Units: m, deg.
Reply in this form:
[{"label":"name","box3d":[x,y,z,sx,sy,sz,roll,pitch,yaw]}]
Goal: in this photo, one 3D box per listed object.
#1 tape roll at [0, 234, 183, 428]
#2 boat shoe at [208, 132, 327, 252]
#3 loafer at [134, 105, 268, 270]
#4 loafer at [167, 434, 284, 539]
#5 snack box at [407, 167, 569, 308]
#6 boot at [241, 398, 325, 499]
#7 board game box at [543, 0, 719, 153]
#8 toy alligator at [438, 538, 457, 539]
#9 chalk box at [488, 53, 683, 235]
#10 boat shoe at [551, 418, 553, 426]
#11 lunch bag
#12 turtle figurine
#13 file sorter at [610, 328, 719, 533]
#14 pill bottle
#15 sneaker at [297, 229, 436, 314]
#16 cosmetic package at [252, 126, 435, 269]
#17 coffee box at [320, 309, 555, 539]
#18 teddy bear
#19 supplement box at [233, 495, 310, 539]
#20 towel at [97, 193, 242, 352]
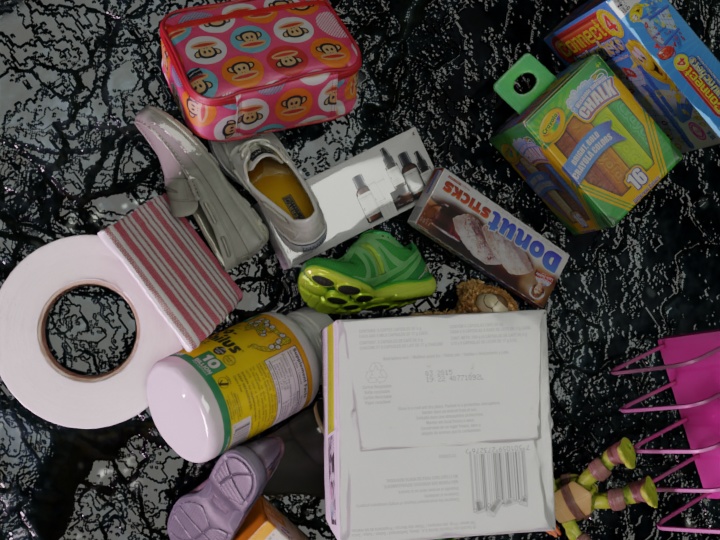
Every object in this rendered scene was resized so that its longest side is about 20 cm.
[{"label":"tape roll","box3d":[-0.285,0.063,1.255,0.201,0.071,0.204,1,87,-11]},{"label":"boat shoe","box3d":[-0.103,-0.110,1.262,0.071,0.070,0.200,-29,65,-12]},{"label":"loafer","box3d":[-0.176,-0.085,1.255,0.070,0.070,0.200,-43,114,-13]},{"label":"loafer","box3d":[-0.136,0.237,1.238,0.072,0.200,0.063,48,43,10]},{"label":"snack box","box3d":[0.147,-0.035,1.347,0.199,0.024,0.072,32,81,-25]},{"label":"boot","box3d":[-0.041,0.240,1.311,0.138,0.078,0.201,-26,110,12]},{"label":"board game box","box3d":[0.317,-0.222,1.325,0.056,0.200,0.196,-43,96,-8]},{"label":"toy alligator","box3d":[0.066,0.325,1.311,0.200,0.054,0.060,-32,100,-47]},{"label":"chalk box","box3d":[0.239,-0.156,1.344,0.124,0.124,0.200,-44,97,-10]},{"label":"boat shoe","box3d":[0.124,0.147,1.339,0.198,0.067,0.074,9,86,-11]},{"label":"lunch bag","box3d":[-0.111,-0.230,1.273,0.199,0.082,0.177,-15,53,-19]},{"label":"turtle figurine","box3d":[0.253,0.266,1.347,0.161,0.064,0.201,-29,79,25]},{"label":"file sorter","box3d":[0.384,0.181,1.337,0.125,0.139,0.201,-19,92,-34]},{"label":"pill bottle","box3d":[-0.113,0.110,1.240,0.199,0.112,0.113,-25,93,-39]},{"label":"sneaker","box3d":[0.000,0.000,1.291,0.199,0.074,0.084,2,66,-50]},{"label":"cosmetic package","box3d":[-0.013,-0.081,1.327,0.199,0.051,0.083,-27,93,-11]},{"label":"coffee box","box3d":[0.066,0.147,1.148,0.198,0.198,0.202,-2,84,-6]},{"label":"teddy bear","box3d":[0.108,0.088,1.306,0.199,0.067,0.145,-31,56,-19]},{"label":"supplement box","box3d":[-0.055,0.342,1.262,0.200,0.126,0.074,45,85,-8]},{"label":"towel","box3d":[-0.192,0.000,1.217,0.030,0.200,0.147,-36,96,14]}]
